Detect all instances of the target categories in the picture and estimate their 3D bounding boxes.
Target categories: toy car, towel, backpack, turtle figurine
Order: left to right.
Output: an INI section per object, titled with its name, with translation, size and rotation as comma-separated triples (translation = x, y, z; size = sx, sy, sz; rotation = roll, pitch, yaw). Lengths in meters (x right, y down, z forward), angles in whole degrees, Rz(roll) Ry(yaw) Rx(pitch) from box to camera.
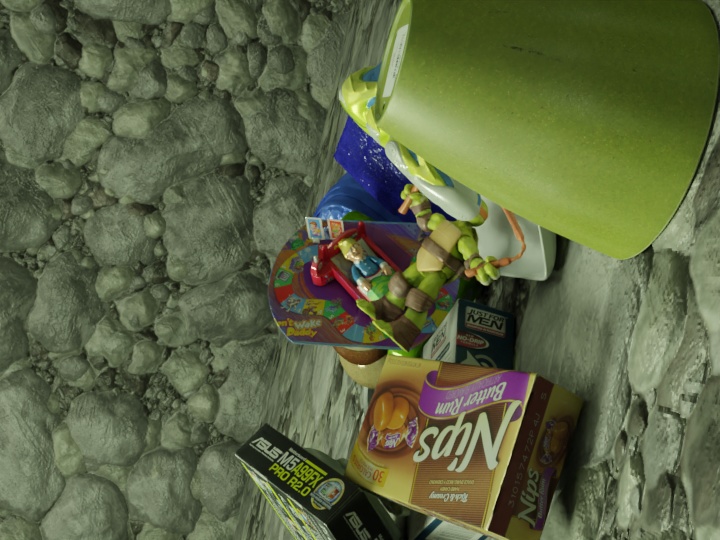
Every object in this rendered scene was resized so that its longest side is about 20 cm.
[backpack]
translation = 0.000, -0.021, 1.382
size = 0.200, 0.161, 0.169
rotation = -49, 10, 49
[toy car]
translation = 0.030, 0.066, 1.165
size = 0.158, 0.163, 0.201
rotation = -49, -28, -26
[towel]
translation = 0.056, -0.098, 1.128
size = 0.049, 0.200, 0.148
rotation = -37, -15, -34
[turtle figurine]
translation = 0.066, -0.014, 0.980
size = 0.162, 0.064, 0.200
rotation = -51, 42, 6

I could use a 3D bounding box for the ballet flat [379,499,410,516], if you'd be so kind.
[ballet flat]
translation = 0.048, 0.227, 1.110
size = 0.200, 0.068, 0.071
rotation = 132, 149, -70

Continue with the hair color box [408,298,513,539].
[hair color box]
translation = 0.092, 0.140, 0.951
size = 0.100, 0.059, 0.203
rotation = 120, 160, -54

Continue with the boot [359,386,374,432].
[boot]
translation = 0.028, 0.140, 1.307
size = 0.096, 0.072, 0.202
rotation = 105, 177, -45

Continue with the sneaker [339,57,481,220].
[sneaker]
translation = 0.063, -0.137, 0.944
size = 0.105, 0.076, 0.200
rotation = -45, 57, 7

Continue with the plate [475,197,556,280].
[plate]
translation = 0.127, -0.096, 0.967
size = 0.200, 0.032, 0.203
rotation = -175, 75, -75

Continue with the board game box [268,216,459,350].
[board game box]
translation = 0.000, 0.000, 1.063
size = 0.039, 0.196, 0.160
rotation = 78, -162, -52

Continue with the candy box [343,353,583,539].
[candy box]
translation = 0.074, 0.136, 0.832
size = 0.199, 0.056, 0.118
rotation = 1, 67, 60

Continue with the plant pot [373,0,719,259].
[plant pot]
translation = 0.115, -0.124, 0.746
size = 0.187, 0.197, 0.191
rotation = -166, 90, -80

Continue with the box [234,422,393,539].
[box]
translation = -0.016, 0.245, 0.955
size = 0.044, 0.202, 0.159
rotation = -40, 31, -19

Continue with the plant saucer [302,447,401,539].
[plant saucer]
translation = -0.005, 0.260, 1.150
size = 0.050, 0.201, 0.200
rotation = -36, 4, -10
